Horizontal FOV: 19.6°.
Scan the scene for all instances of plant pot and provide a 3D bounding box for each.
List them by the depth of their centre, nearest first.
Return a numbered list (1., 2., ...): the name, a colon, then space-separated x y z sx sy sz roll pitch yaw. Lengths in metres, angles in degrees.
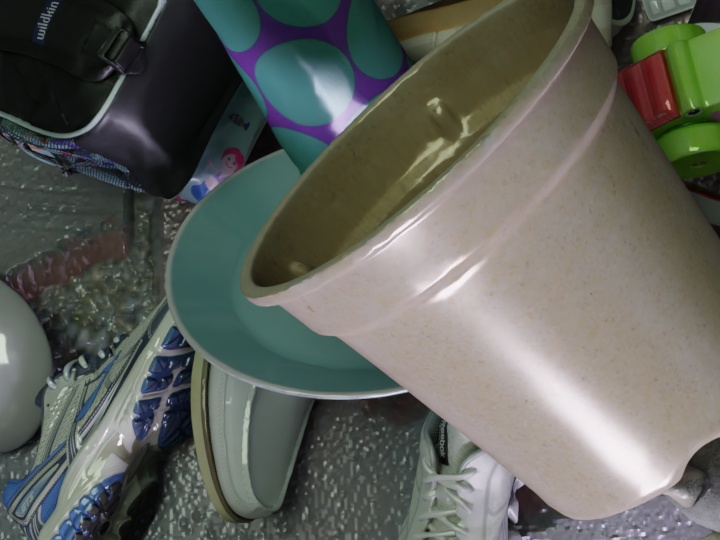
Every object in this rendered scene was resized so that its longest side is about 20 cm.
1. plant pot: 0.080 0.004 0.927 0.200 0.200 0.184 -41 104 10

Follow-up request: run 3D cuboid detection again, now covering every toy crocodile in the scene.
1. toy crocodile: 0.121 -0.071 1.004 0.200 0.062 0.068 -22 70 44

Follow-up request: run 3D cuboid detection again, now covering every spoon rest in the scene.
1. spoon rest: -0.250 0.021 1.233 0.200 0.061 0.099 46 119 16

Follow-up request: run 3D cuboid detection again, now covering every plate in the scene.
1. plate: 0.000 0.000 1.069 0.200 0.026 0.200 -5 42 4

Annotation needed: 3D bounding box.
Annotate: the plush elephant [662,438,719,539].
1. plush elephant: 0.199 0.120 0.974 0.164 0.155 0.200 -19 106 -21

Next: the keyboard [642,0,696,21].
1. keyboard: 0.149 -0.236 1.105 0.056 0.011 0.200 -17 95 21

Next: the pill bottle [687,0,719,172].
1. pill bottle: 0.229 -0.142 1.033 0.112 0.112 0.200 18 85 26

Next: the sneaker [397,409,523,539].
1. sneaker: 0.051 0.117 1.068 0.075 0.081 0.200 14 85 24

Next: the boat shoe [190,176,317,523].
1. boat shoe: -0.042 0.037 1.128 0.068 0.075 0.200 -2 75 26

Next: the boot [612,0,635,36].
1. boot: 0.063 -0.197 1.150 0.144 0.072 0.200 -26 75 30

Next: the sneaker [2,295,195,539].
1. sneaker: -0.139 0.070 1.165 0.085 0.077 0.200 32 91 30

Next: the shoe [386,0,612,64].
1. shoe: 0.059 -0.119 1.099 0.200 0.070 0.053 -8 103 53

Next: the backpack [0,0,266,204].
1. backpack: -0.135 -0.134 1.155 0.200 0.151 0.178 16 76 41

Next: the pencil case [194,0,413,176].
1. pencil case: -0.032 -0.128 1.044 0.085 0.200 0.092 -25 33 9

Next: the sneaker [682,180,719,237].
1. sneaker: 0.180 0.009 1.048 0.200 0.075 0.090 24 96 32
